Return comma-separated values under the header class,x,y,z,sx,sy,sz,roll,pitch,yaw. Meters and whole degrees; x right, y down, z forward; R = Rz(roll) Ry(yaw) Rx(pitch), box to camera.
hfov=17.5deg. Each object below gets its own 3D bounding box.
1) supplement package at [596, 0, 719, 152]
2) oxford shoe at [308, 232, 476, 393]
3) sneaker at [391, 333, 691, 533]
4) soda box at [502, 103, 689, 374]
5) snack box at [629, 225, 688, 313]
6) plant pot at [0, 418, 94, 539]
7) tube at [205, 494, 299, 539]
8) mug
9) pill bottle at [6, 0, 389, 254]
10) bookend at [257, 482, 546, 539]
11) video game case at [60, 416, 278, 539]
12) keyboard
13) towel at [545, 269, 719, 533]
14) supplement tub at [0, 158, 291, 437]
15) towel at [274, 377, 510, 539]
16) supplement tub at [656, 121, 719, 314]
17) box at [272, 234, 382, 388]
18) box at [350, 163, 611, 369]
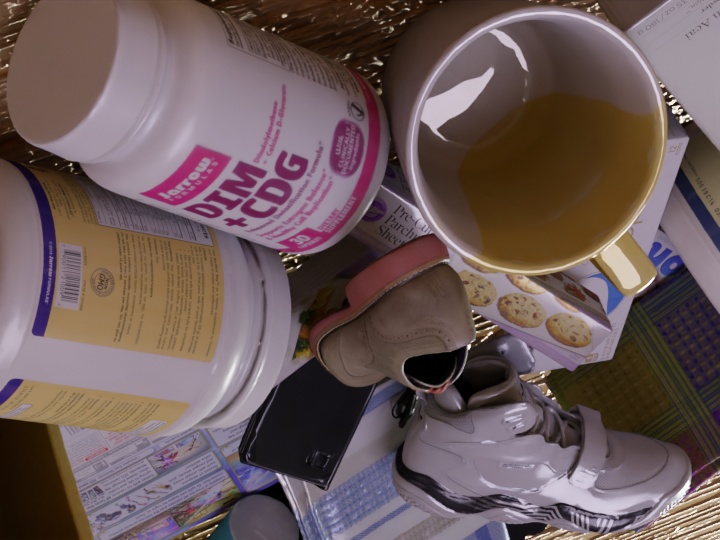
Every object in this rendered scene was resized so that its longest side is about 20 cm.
class,x,y,z,sx,sy,sz,roll,pitch,yaw
supplement package,0.216,-0.163,1.378,0.121,0.120,0.200,-37,141,12
oxford shoe,0.020,0.045,1.365,0.070,0.075,0.200,-27,169,-15
sneaker,0.123,0.107,1.520,0.199,0.075,0.115,3,134,-3
soda box,0.144,-0.027,1.501,0.068,0.064,0.201,-8,137,-21
snack box,0.166,-0.016,1.596,0.072,0.024,0.200,-44,139,18
plant pot,-0.293,0.159,1.407,0.193,0.196,0.200,-3,145,-28
tube,-0.100,0.226,1.656,0.050,0.077,0.200,-37,167,-39
mug,0.082,-0.073,1.345,0.149,0.153,0.187,-10,109,-11
pill bottle,-0.089,-0.086,1.293,0.200,0.114,0.113,19,123,-43
bookend,0.015,0.248,1.708,0.199,0.092,0.200,-2,116,-28
video game case,-0.114,0.095,1.541,0.199,0.046,0.182,-27,142,-1
keyboard,0.006,0.047,1.511,0.127,0.021,0.201,22,96,-35
towel,0.231,0.071,1.598,0.200,0.144,0.023,-38,146,12
supplement tub,-0.154,0.020,1.351,0.199,0.146,0.146,11,129,-39
towel,0.022,0.155,1.594,0.147,0.024,0.201,-32,125,-17
supplement tub,0.294,-0.063,1.519,0.200,0.145,0.145,-34,142,10
box,0.000,0.000,1.454,0.200,0.041,0.039,-38,121,-15
box,0.067,-0.005,1.424,0.200,0.039,0.041,32,112,-27
